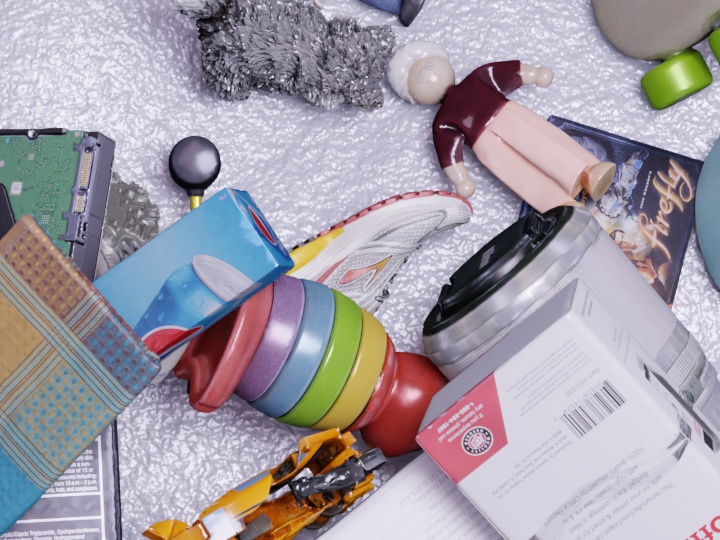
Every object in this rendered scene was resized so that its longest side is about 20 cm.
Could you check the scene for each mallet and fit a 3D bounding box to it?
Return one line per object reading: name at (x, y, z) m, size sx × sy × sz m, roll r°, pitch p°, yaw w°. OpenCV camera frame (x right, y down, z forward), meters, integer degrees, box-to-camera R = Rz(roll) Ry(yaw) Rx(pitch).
mallet at (-0.126, -0.006, 1.675) m, size 0.041 × 0.066 × 0.201 m, roll -1°, pitch 80°, yaw -5°

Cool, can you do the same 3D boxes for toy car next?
toy car at (0.297, -0.248, 1.758) m, size 0.199 × 0.158 × 0.165 m, roll -23°, pitch 85°, yaw -39°

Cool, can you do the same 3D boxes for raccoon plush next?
raccoon plush at (-0.055, -0.168, 1.656) m, size 0.133 × 0.200 × 0.097 m, roll 12°, pitch 95°, yaw 17°

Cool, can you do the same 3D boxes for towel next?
towel at (-0.243, 0.078, 1.490) m, size 0.200 × 0.022 × 0.147 m, roll -44°, pitch 83°, yaw 20°

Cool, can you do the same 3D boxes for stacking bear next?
stacking bear at (-0.021, 0.075, 1.613) m, size 0.199 × 0.121 × 0.114 m, roll 25°, pitch 98°, yaw -20°

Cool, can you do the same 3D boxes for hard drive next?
hard drive at (-0.281, -0.035, 1.627) m, size 0.199 × 0.038 × 0.141 m, roll 0°, pitch 76°, yaw 29°

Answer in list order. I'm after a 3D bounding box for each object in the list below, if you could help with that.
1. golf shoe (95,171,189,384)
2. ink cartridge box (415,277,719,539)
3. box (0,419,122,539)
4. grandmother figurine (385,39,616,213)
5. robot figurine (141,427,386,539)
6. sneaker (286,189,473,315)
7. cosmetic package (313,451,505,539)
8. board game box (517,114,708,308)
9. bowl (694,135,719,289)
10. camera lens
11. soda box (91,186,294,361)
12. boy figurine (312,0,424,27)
golf shoe at (-0.186, 0.002, 1.647) m, size 0.078 × 0.098 × 0.200 m, roll 1°, pitch 37°, yaw -32°
ink cartridge box at (0.159, 0.131, 1.495) m, size 0.147 × 0.083 × 0.200 m, roll -40°, pitch 97°, yaw 19°
box at (-0.276, 0.151, 1.598) m, size 0.199 × 0.123 × 0.200 m, roll -2°, pitch 80°, yaw -9°
grandmother figurine at (0.105, -0.116, 1.707) m, size 0.200 × 0.061 × 0.121 m, roll 37°, pitch 75°, yaw 16°
robot figurine at (-0.073, 0.175, 1.548) m, size 0.199 × 0.145 × 0.058 m, roll -27°, pitch 80°, yaw -34°
sneaker at (0.000, 0.000, 1.691) m, size 0.199 × 0.078 × 0.082 m, roll -29°, pitch 90°, yaw -3°
cosmetic package at (0.056, 0.253, 1.593) m, size 0.166 × 0.167 × 0.200 m, roll -37°, pitch 84°, yaw -11°
board game box at (0.186, -0.008, 1.726) m, size 0.135 × 0.035 × 0.201 m, roll 16°, pitch 78°, yaw -3°
bowl at (0.375, -0.049, 1.704) m, size 0.200 × 0.105 × 0.202 m, roll 3°, pitch 81°, yaw -17°
camera lens at (0.156, 0.065, 1.606) m, size 0.160 × 0.160 × 0.200 m, roll -42°, pitch 97°, yaw -12°
soda box at (-0.147, 0.026, 1.515) m, size 0.200 × 0.064 × 0.068 m, roll -35°, pitch 85°, yaw 8°
boy figurine at (-0.029, -0.276, 1.741) m, size 0.199 × 0.064 × 0.125 m, roll 29°, pitch 80°, yaw -4°
